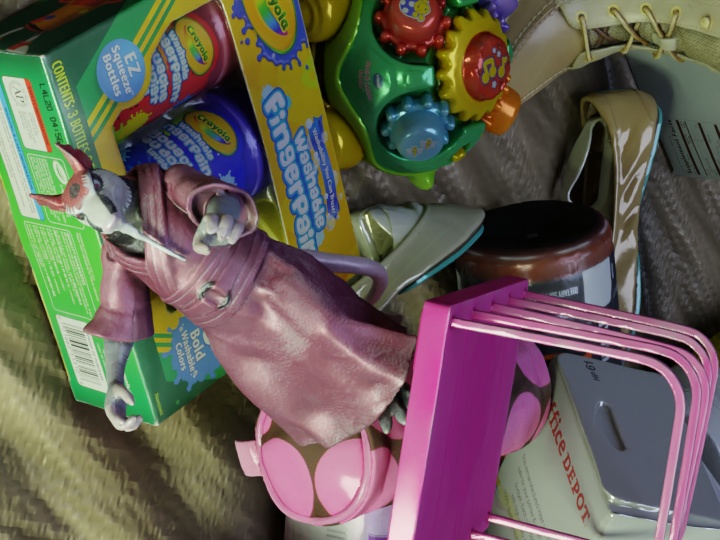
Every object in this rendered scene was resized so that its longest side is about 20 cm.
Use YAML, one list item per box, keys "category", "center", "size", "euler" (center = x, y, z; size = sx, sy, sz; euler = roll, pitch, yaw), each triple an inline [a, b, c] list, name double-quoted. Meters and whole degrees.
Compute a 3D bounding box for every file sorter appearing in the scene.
- category: "file sorter"
  center: [0.101, 0.088, 0.809]
  size: [0.200, 0.124, 0.141]
  euler: [-11, 111, -74]

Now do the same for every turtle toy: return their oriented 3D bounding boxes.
- category: "turtle toy"
  center: [0.037, -0.144, 0.961]
  size: [0.145, 0.100, 0.202]
  euler: [-23, 115, -45]

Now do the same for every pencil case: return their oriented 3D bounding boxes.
- category: "pencil case"
  center: [0.024, 0.083, 0.944]
  size: [0.199, 0.093, 0.092]
  euler: [-8, 80, -52]

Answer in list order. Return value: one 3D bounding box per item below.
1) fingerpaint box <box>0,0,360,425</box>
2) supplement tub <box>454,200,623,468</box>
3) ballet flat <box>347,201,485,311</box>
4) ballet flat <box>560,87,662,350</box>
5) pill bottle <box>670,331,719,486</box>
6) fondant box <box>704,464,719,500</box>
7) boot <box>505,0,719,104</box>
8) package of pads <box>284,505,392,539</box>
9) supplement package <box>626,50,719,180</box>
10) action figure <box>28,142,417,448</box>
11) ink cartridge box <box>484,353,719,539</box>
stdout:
- category: "fingerpaint box"
  center: [-0.093, -0.053, 0.849]
  size: [0.166, 0.073, 0.202]
  euler: [-36, 125, -39]
- category: "supplement tub"
  center: [0.123, 0.063, 1.106]
  size: [0.107, 0.106, 0.202]
  euler: [-29, 119, -42]
- category: "ballet flat"
  center: [0.000, 0.000, 0.985]
  size: [0.200, 0.069, 0.070]
  euler: [-43, 128, -34]
- category: "ballet flat"
  center: [0.167, -0.031, 1.185]
  size: [0.062, 0.069, 0.203]
  euler: [7, 91, -22]
- category: "pill bottle"
  center: [0.296, 0.110, 1.314]
  size: [0.199, 0.113, 0.116]
  euler: [-27, 118, -43]
- category: "fondant box"
  center: [0.211, 0.214, 1.216]
  size: [0.200, 0.143, 0.059]
  euler: [48, 19, -44]
- category: "boot"
  center: [0.184, -0.154, 1.073]
  size: [0.200, 0.155, 0.073]
  euler: [-42, 146, -18]
- category: "package of pads"
  center: [0.008, 0.206, 1.024]
  size: [0.120, 0.075, 0.203]
  euler: [-11, 107, -52]
- category: "supplement package"
  center: [0.337, -0.177, 1.233]
  size: [0.192, 0.199, 0.148]
  euler: [-56, 134, -26]
- category: "action figure"
  center: [-0.058, -0.004, 0.766]
  size: [0.199, 0.134, 0.150]
  euler: [38, 37, -21]
- category: "ink cartridge box"
  center: [0.133, 0.174, 1.018]
  size: [0.084, 0.145, 0.201]
  euler: [10, 123, -16]
